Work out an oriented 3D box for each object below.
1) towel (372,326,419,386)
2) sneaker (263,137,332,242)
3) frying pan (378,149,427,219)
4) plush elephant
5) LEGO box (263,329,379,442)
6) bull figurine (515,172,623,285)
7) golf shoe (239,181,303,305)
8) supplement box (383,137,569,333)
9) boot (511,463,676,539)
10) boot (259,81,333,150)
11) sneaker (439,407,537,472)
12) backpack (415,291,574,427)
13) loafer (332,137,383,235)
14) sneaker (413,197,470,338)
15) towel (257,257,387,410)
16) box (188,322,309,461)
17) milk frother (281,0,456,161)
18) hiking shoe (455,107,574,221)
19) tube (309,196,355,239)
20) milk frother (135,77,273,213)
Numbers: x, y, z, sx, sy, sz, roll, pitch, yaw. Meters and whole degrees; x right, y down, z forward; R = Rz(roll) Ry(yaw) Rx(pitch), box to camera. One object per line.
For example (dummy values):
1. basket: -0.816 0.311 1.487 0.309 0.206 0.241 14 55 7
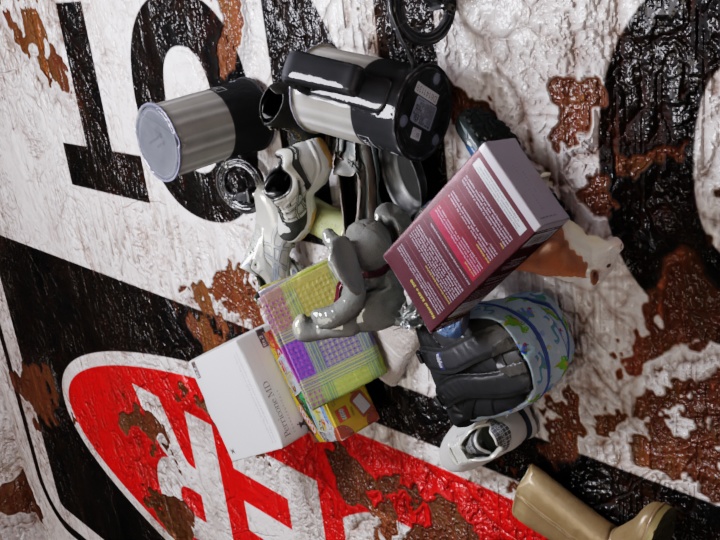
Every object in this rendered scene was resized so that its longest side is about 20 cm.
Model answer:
1. towel: 0.012 0.066 1.376 0.201 0.034 0.134 48 139 21
2. sneaker: -0.108 -0.115 1.317 0.076 0.086 0.202 59 148 29
3. frying pan: 0.065 -0.093 1.226 0.115 0.030 0.194 39 146 56
4. plush elephant: 0.000 0.000 1.210 0.197 0.163 0.159 -1 107 46
5. LEGO box: -0.066 0.168 1.456 0.203 0.076 0.149 65 156 1
6. bull figurine: 0.190 -0.043 1.002 0.197 0.065 0.124 0 113 39
7. golf shoe: -0.152 -0.036 1.446 0.078 0.095 0.204 -151 45 -65
8. supplement box: 0.120 -0.035 0.975 0.200 0.060 0.110 -47 67 40
9. boot: 0.290 0.314 1.153 0.199 0.065 0.179 34 131 36
10. boot: -0.102 -0.208 1.288 0.078 0.137 0.202 46 138 22
11. sneaker: 0.158 0.240 1.257 0.077 0.080 0.200 55 142 10
12. backpack: 0.173 0.104 1.138 0.166 0.151 0.200 67 163 5
13. loafer: -0.009 -0.127 1.269 0.071 0.062 0.205 10 115 63
14. sneaker: 0.123 0.000 1.122 0.077 0.084 0.203 -36 41 37
15. towel: -0.057 0.090 1.361 0.204 0.141 0.023 65 -175 1
16. box: -0.177 0.210 1.592 0.199 0.129 0.203 -25 89 52
17. milk frother: 0.018 -0.266 1.129 0.186 0.203 0.180 20 165 37
18. hiking shoe: 0.165 -0.099 1.080 0.202 0.074 0.087 58 137 11
19. tube: -0.067 -0.084 1.387 0.198 0.052 0.059 28 89 46
20. milk frother: -0.240 -0.175 1.415 0.179 0.186 0.204 -17 96 51
